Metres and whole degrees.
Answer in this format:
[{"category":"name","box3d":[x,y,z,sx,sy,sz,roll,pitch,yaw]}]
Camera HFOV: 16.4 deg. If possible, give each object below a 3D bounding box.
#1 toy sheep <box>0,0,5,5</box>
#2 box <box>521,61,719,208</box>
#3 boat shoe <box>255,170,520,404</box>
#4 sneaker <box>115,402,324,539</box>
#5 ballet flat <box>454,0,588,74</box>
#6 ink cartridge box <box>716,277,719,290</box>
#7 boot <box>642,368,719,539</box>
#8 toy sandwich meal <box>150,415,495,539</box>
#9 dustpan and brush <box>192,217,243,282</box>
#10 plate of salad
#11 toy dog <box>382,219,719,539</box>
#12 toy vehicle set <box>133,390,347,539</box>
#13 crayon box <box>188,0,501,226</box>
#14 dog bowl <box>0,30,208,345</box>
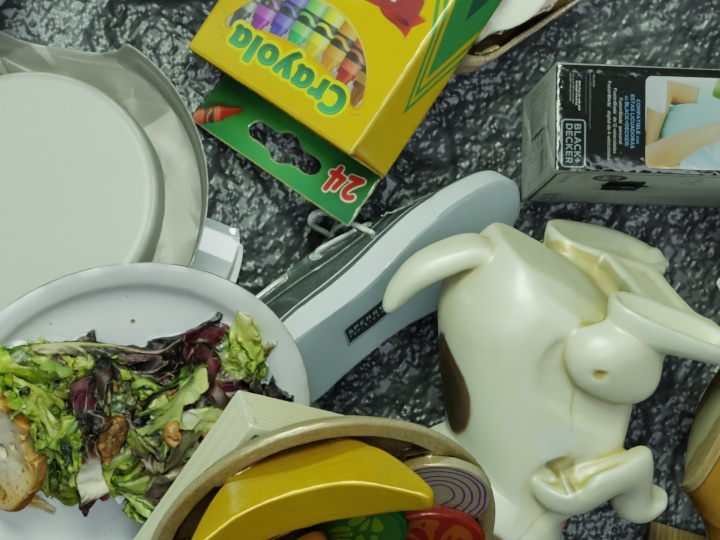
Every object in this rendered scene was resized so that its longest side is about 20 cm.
[{"category":"toy sheep","box3d":[-0.237,-0.181,1.304,0.138,0.138,0.200,41,121,-7]},{"category":"box","box3d":[0.194,-0.071,1.368,0.199,0.117,0.060,2,83,-4]},{"category":"boat shoe","box3d":[0.000,0.002,1.379,0.199,0.068,0.074,-41,142,-18]},{"category":"sneaker","box3d":[-0.087,0.150,1.382,0.090,0.075,0.201,20,93,-1]},{"category":"ballet flat","box3d":[0.118,-0.175,1.379,0.200,0.067,0.068,-41,97,-1]},{"category":"ink cartridge box","box3d":[0.294,0.072,1.337,0.085,0.145,0.200,-39,127,0]},{"category":"boot","box3d":[0.243,0.134,1.380,0.144,0.071,0.202,17,131,0]},{"category":"toy sandwich meal","box3d":[-0.022,0.157,1.258,0.204,0.070,0.206,-10,133,-11]},{"category":"dustpan and brush","box3d":[-0.159,0.050,1.373,0.139,0.057,0.201,21,92,-6]},{"category":"plate of salad","box3d":[-0.120,0.086,1.283,0.199,0.048,0.201,-8,122,-13]},{"category":"toy dog","box3d":[0.086,0.086,1.355,0.193,0.140,0.200,10,112,-34]},{"category":"toy vehicle set","box3d":[-0.058,0.154,1.314,0.124,0.027,0.200,17,122,-32]},{"category":"crayon box","box3d":[-0.003,-0.141,1.349,0.127,0.051,0.200,33,91,28]},{"category":"dog bowl","box3d":[-0.176,-0.032,1.336,0.199,0.059,0.201,-1,73,4]}]
